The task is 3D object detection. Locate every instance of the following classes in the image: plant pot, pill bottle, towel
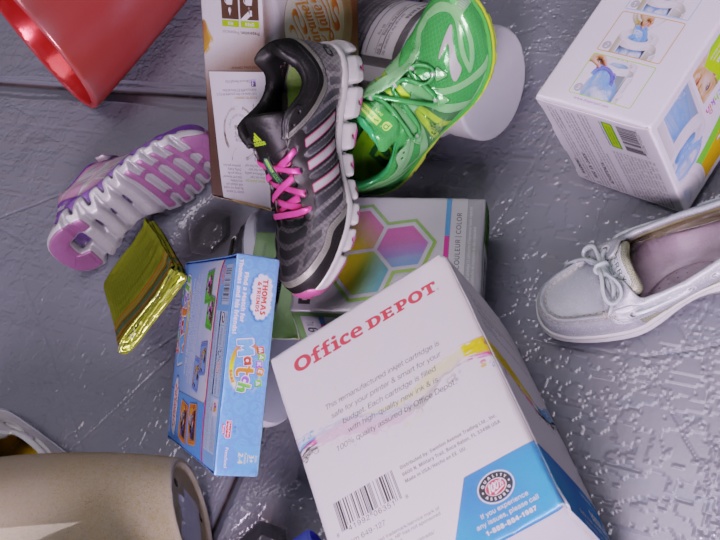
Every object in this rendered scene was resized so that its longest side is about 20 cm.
[{"bbox_3d":[-0.297,-0.312,1.185,0.177,0.201,0.200,-42,48,-12],"label":"plant pot"},{"bbox_3d":[-0.222,0.218,0.825,0.198,0.188,0.188,-16,53,3],"label":"plant pot"},{"bbox_3d":[0.037,-0.180,0.937,0.199,0.114,0.114,20,73,38],"label":"pill bottle"},{"bbox_3d":[-0.203,0.009,0.969,0.086,0.018,0.200,-52,24,1],"label":"towel"}]

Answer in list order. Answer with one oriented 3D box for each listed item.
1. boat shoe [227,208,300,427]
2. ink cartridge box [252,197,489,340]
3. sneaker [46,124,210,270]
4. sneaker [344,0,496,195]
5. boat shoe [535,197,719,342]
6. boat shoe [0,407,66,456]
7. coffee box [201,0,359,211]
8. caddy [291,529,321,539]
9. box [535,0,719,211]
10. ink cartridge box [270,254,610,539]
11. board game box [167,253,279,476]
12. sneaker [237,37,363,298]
[{"bbox_3d":[-0.091,0.043,0.913,0.066,0.070,0.202,-31,54,43],"label":"boat shoe"},{"bbox_3d":[0.000,0.000,0.842,0.198,0.059,0.105,2,61,9],"label":"ink cartridge box"},{"bbox_3d":[-0.236,-0.090,1.075,0.199,0.081,0.089,-34,42,10],"label":"sneaker"},{"bbox_3d":[0.038,-0.128,0.824,0.074,0.083,0.201,42,127,14],"label":"sneaker"},{"bbox_3d":[0.215,-0.007,0.754,0.201,0.065,0.075,-18,54,21],"label":"boat shoe"},{"bbox_3d":[-0.337,0.164,0.968,0.201,0.086,0.075,19,73,37],"label":"boat shoe"},{"bbox_3d":[-0.064,-0.162,0.879,0.079,0.114,0.202,14,112,40],"label":"coffee box"},{"bbox_3d":[-0.021,0.269,0.678,0.105,0.142,0.200,-37,49,-1],"label":"caddy"},{"bbox_3d":[0.241,-0.165,0.804,0.101,0.113,0.201,26,77,41],"label":"box"},{"bbox_3d":[0.056,0.127,0.714,0.147,0.145,0.201,-30,51,11],"label":"ink cartridge box"},{"bbox_3d":[-0.111,0.067,0.821,0.200,0.036,0.153,177,99,-70],"label":"board game box"},{"bbox_3d":[-0.051,-0.082,0.783,0.073,0.087,0.202,-4,79,48],"label":"sneaker"}]
